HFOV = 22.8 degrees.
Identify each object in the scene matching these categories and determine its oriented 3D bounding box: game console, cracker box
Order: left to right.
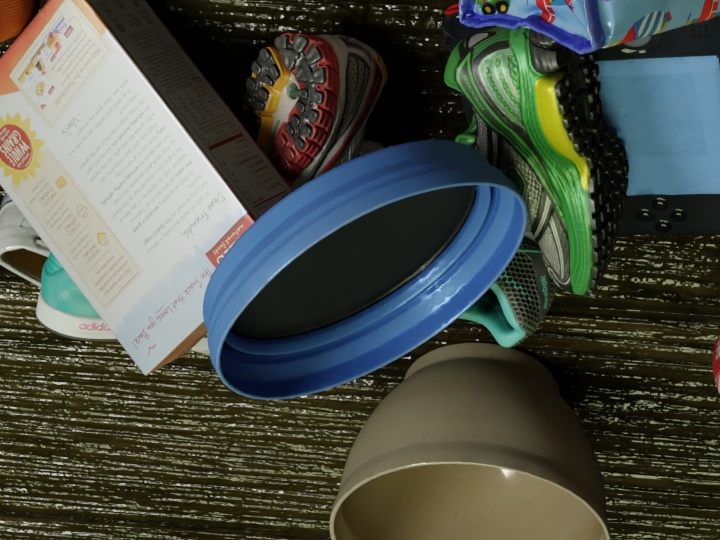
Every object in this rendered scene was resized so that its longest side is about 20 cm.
[{"bbox_3d":[-0.135,-0.058,1.062,0.134,0.058,0.201,-40,84,32],"label":"cracker box"},{"bbox_3d":[0.151,-0.091,1.090,0.175,0.031,0.201,-4,139,14],"label":"game console"}]

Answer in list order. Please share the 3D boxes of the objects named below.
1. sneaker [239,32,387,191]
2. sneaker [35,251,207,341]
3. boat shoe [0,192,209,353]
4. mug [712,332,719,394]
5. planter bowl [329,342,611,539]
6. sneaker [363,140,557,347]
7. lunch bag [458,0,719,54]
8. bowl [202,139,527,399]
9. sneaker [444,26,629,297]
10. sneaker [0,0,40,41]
[{"bbox_3d":[-0.038,-0.055,1.097,0.082,0.078,0.201,-13,141,-45],"label":"sneaker"},{"bbox_3d":[-0.113,-0.025,1.180,0.198,0.084,0.122,-5,119,-30],"label":"sneaker"},{"bbox_3d":[-0.169,0.017,1.244,0.071,0.070,0.199,-29,128,37],"label":"boat shoe"},{"bbox_3d":[0.324,0.023,1.123,0.176,0.134,0.201,13,144,-4],"label":"mug"},{"bbox_3d":[0.083,0.140,1.300,0.198,0.136,0.201,5,140,4],"label":"planter bowl"},{"bbox_3d":[0.038,-0.015,1.139,0.198,0.092,0.078,19,145,4],"label":"sneaker"},{"bbox_3d":[0.121,-0.212,0.771,0.094,0.150,0.202,23,124,51],"label":"lunch bag"},{"bbox_3d":[0.000,0.000,1.021,0.199,0.040,0.201,-25,154,-13],"label":"bowl"},{"bbox_3d":[0.108,-0.068,1.067,0.084,0.078,0.201,2,133,27],"label":"sneaker"},{"bbox_3d":[-0.215,-0.173,0.973,0.076,0.074,0.200,-13,169,12],"label":"sneaker"}]
